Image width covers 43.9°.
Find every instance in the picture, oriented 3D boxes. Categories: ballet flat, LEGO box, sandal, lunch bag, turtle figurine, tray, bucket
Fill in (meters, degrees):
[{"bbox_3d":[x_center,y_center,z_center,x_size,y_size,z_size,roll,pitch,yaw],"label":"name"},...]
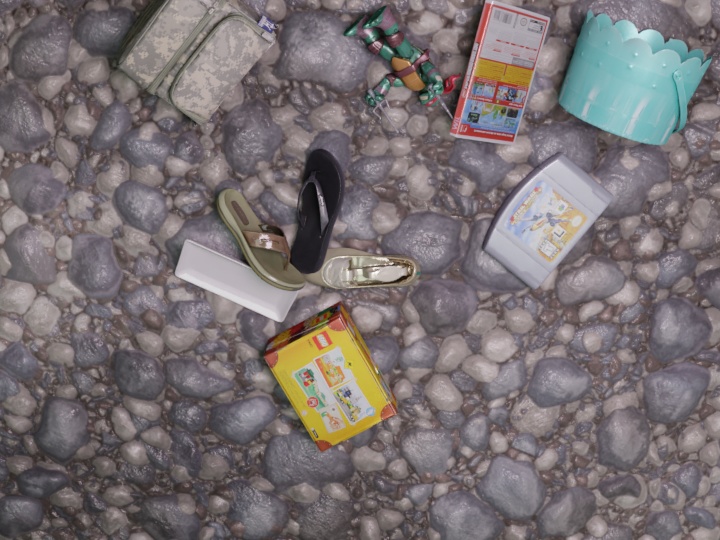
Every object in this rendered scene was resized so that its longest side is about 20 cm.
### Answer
[{"bbox_3d":[0.000,0.000,1.457,0.197,0.070,0.070,-2,106,1],"label":"ballet flat"},{"bbox_3d":[-0.049,0.179,1.502,0.148,0.077,0.201,-27,104,7],"label":"LEGO box"},{"bbox_3d":[-0.072,-0.091,1.420,0.075,0.043,0.203,17,104,32],"label":"sandal"},{"bbox_3d":[-0.240,-0.336,1.329,0.167,0.140,0.200,36,104,-27],"label":"lunch bag"},{"bbox_3d":[0.066,-0.300,1.356,0.149,0.101,0.200,-17,121,46],"label":"turtle figurine"},{"bbox_3d":[-0.202,0.013,1.464,0.198,0.022,0.108,25,140,-7],"label":"tray"},{"bbox_3d":[-0.154,-0.051,1.415,0.057,0.080,0.202,-36,90,28],"label":"sandal"},{"bbox_3d":[0.396,-0.281,1.309,0.205,0.208,0.136,17,115,-5],"label":"bucket"}]

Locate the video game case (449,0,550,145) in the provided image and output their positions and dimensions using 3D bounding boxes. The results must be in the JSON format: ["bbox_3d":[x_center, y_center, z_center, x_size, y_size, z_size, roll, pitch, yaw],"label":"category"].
[{"bbox_3d":[0.212,-0.295,1.351,0.142,0.017,0.202,-1,111,-43],"label":"video game case"}]

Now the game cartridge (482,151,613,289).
[{"bbox_3d":[0.296,-0.083,1.449,0.133,0.042,0.201,35,103,-14],"label":"game cartridge"}]
